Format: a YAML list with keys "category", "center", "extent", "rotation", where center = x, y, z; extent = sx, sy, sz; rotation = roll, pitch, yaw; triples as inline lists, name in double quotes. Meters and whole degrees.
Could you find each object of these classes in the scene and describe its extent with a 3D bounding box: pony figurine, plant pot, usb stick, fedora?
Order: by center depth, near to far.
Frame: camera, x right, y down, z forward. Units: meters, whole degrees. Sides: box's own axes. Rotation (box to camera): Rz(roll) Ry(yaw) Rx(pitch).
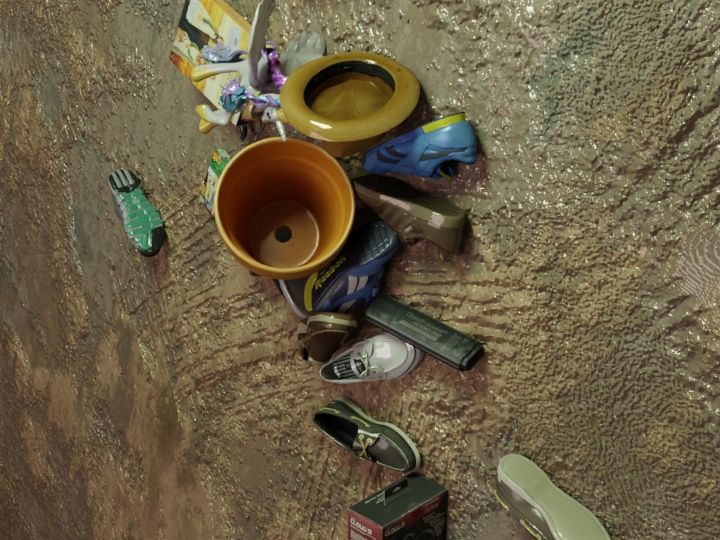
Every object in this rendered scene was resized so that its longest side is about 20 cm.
- category: "fedora"
  center: [-0.013, -0.217, 1.236]
  extent: [0.200, 0.200, 0.082]
  rotation: [38, 148, 32]
- category: "usb stick"
  center: [0.088, 0.088, 1.311]
  extent: [0.199, 0.055, 0.033]
  rotation: [26, 148, 39]
- category: "pony figurine"
  center: [-0.148, -0.281, 1.315]
  extent: [0.199, 0.166, 0.194]
  rotation: [8, 81, 35]
- category: "plant pot"
  center: [-0.114, -0.072, 1.363]
  extent: [0.201, 0.199, 0.183]
  rotation: [64, 169, 10]

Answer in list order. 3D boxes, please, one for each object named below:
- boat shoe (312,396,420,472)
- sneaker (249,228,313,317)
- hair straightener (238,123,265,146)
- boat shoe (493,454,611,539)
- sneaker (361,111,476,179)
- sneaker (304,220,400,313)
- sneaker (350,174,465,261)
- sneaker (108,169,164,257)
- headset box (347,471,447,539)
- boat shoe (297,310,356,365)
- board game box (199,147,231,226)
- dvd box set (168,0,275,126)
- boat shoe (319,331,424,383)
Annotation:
- category: "boat shoe"
  center: [0.007, 0.269, 1.447]
  extent: [0.201, 0.060, 0.072]
  rotation: [25, 119, 40]
- category: "sneaker"
  center: [-0.134, 0.002, 1.512]
  extent: [0.099, 0.070, 0.201]
  rotation: [-45, 64, 46]
- category: "hair straightener"
  center: [-0.189, -0.304, 1.487]
  extent: [0.077, 0.041, 0.201]
  rotation: [6, 101, 45]
- category: "boat shoe"
  center: [0.252, 0.331, 1.201]
  extent: [0.200, 0.072, 0.060]
  rotation: [42, 136, 35]
- category: "sneaker"
  center: [0.077, -0.150, 1.239]
  extent: [0.200, 0.066, 0.079]
  rotation: [-15, 95, 48]
- category: "sneaker"
  center: [0.000, 0.000, 1.368]
  extent: [0.200, 0.082, 0.074]
  rotation: [-41, 39, 33]
- category: "sneaker"
  center: [0.058, -0.075, 1.279]
  extent: [0.200, 0.070, 0.076]
  rotation: [28, 122, 39]
- category: "sneaker"
  center: [-0.447, -0.103, 1.822]
  extent: [0.201, 0.074, 0.088]
  rotation: [64, 154, 21]
- category: "headset box"
  center: [0.056, 0.413, 1.375]
  extent: [0.077, 0.148, 0.201]
  rotation: [16, 114, 42]
- category: "boat shoe"
  center: [-0.053, 0.110, 1.410]
  extent: [0.202, 0.074, 0.075]
  rotation: [143, 134, -74]
- category: "board game box"
  center: [-0.220, -0.116, 1.552]
  extent: [0.200, 0.023, 0.105]
  rotation: [52, 125, 44]
- category: "dvd box set"
  center: [-0.228, -0.349, 1.471]
  extent: [0.200, 0.029, 0.147]
  rotation: [46, 128, 25]
- category: "boat shoe"
  center: [0.015, 0.143, 1.394]
  extent: [0.200, 0.067, 0.074]
  rotation: [-30, 81, 47]
